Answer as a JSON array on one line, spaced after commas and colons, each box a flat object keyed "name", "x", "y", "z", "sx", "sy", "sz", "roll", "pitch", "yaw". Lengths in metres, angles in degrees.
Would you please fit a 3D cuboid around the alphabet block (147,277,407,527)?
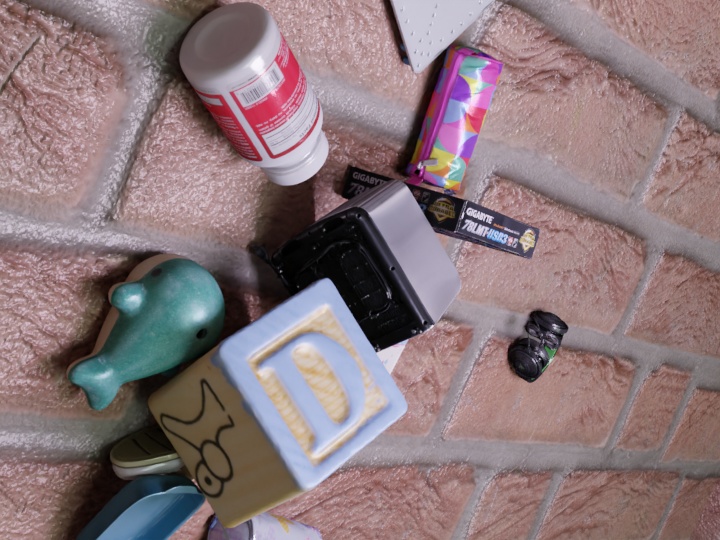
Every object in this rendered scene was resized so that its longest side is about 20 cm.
[{"name": "alphabet block", "x": -0.100, "y": 0.159, "z": 1.373, "sx": 0.196, "sy": 0.197, "sz": 0.200, "roll": -30, "pitch": 178, "yaw": -41}]

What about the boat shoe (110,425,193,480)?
[{"name": "boat shoe", "x": -0.224, "y": 0.231, "z": 1.448, "sx": 0.199, "sy": 0.074, "sz": 0.069, "roll": -13, "pitch": 119, "yaw": -44}]

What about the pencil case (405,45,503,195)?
[{"name": "pencil case", "x": 0.127, "y": -0.204, "z": 1.575, "sx": 0.088, "sy": 0.088, "sz": 0.202, "roll": 6, "pitch": 107, "yaw": -50}]

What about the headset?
[{"name": "headset", "x": 0.319, "y": 0.133, "z": 2.002, "sx": 0.124, "sy": 0.093, "sz": 0.200, "roll": -56, "pitch": 154, "yaw": -7}]

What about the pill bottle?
[{"name": "pill bottle", "x": -0.109, "y": -0.189, "z": 1.283, "sx": 0.112, "sy": 0.112, "sz": 0.201, "roll": -49, "pitch": 142, "yaw": -15}]

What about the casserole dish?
[{"name": "casserole dish", "x": -0.277, "y": 0.308, "z": 1.415, "sx": 0.200, "sy": 0.039, "sz": 0.121, "roll": -45, "pitch": 148, "yaw": 24}]

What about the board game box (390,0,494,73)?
[{"name": "board game box", "x": 0.103, "y": -0.389, "z": 1.474, "sx": 0.200, "sy": 0.026, "sz": 0.201, "roll": -45, "pitch": 140, "yaw": -20}]

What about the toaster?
[{"name": "toaster", "x": 0.000, "y": 0.000, "z": 1.434, "sx": 0.201, "sy": 0.180, "sz": 0.119, "roll": 58, "pitch": 40, "yaw": -6}]

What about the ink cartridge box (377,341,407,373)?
[{"name": "ink cartridge box", "x": 0.012, "y": 0.064, "z": 1.574, "sx": 0.202, "sy": 0.115, "sz": 0.067, "roll": -63, "pitch": -172, "yaw": 2}]

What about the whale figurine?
[{"name": "whale figurine", "x": -0.236, "y": 0.077, "z": 1.311, "sx": 0.200, "sy": 0.103, "sz": 0.160, "roll": -46, "pitch": 141, "yaw": -22}]

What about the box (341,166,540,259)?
[{"name": "box", "x": 0.108, "y": -0.075, "z": 1.535, "sx": 0.198, "sy": 0.199, "sz": 0.050, "roll": 15, "pitch": 94, "yaw": -51}]

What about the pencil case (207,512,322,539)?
[{"name": "pencil case", "x": -0.133, "y": 0.395, "z": 1.651, "sx": 0.200, "sy": 0.083, "sz": 0.091, "roll": 30, "pitch": 87, "yaw": -53}]
